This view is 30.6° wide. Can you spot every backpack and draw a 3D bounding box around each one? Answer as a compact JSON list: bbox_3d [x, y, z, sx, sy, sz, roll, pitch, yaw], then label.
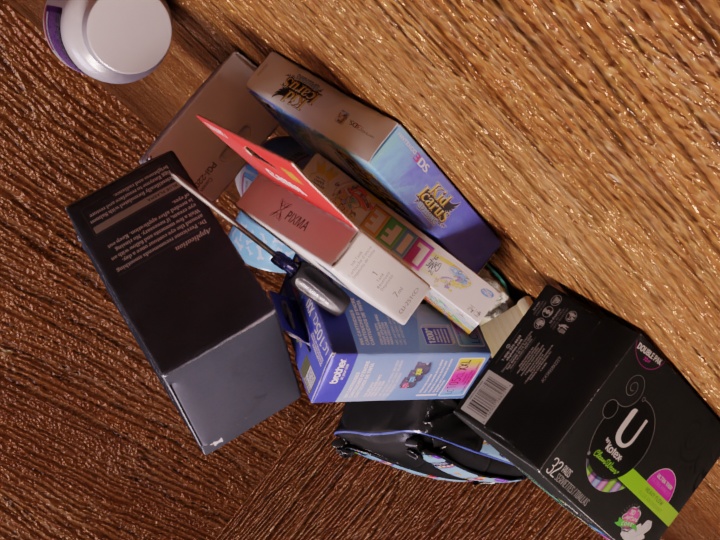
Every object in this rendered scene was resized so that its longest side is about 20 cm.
[{"bbox_3d":[0.096,0.162,1.452,0.199,0.136,0.182,22,162,-30],"label":"backpack"}]

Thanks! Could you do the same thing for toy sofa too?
[{"bbox_3d":[0.210,0.102,1.399,0.200,0.097,0.083,44,-162,-56],"label":"toy sofa"}]

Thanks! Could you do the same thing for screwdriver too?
[{"bbox_3d":[-0.090,-0.023,1.168,0.199,0.028,0.029,36,149,-13],"label":"screwdriver"}]

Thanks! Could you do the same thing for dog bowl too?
[{"bbox_3d":[-0.062,-0.047,1.589,0.199,0.050,0.112,-1,-148,-25],"label":"dog bowl"}]

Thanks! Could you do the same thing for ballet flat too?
[{"bbox_3d":[0.139,0.047,1.419,0.072,0.072,0.200,36,176,33],"label":"ballet flat"}]

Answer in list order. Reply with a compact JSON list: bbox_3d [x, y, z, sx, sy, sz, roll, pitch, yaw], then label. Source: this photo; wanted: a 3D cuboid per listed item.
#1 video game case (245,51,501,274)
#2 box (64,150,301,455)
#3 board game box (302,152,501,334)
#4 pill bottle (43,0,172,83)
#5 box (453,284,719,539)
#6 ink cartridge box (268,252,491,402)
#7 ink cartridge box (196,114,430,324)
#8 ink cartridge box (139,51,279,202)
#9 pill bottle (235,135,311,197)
[{"bbox_3d":[0.012,-0.091,1.161,0.181,0.046,0.200,34,173,42],"label":"video game case"},{"bbox_3d":[-0.160,0.034,1.225,0.201,0.117,0.197,55,169,25],"label":"box"},{"bbox_3d":[0.033,-0.021,1.182,0.200,0.034,0.134,38,176,5],"label":"board game box"},{"bbox_3d":[-0.252,-0.247,1.325,0.111,0.112,0.200,40,176,-24],"label":"pill bottle"},{"bbox_3d":[0.210,0.138,1.178,0.200,0.149,0.124,41,174,-39],"label":"box"},{"bbox_3d":[0.006,0.052,1.256,0.199,0.077,0.137,0,-134,-25],"label":"ink cartridge box"},{"bbox_3d":[-0.054,-0.045,1.112,0.176,0.045,0.200,40,176,-33],"label":"ink cartridge box"},{"bbox_3d":[-0.155,-0.142,1.372,0.085,0.146,0.200,40,175,-13],"label":"ink cartridge box"},{"bbox_3d":[-0.071,-0.090,1.465,0.109,0.109,0.200,40,176,-27],"label":"pill bottle"}]
